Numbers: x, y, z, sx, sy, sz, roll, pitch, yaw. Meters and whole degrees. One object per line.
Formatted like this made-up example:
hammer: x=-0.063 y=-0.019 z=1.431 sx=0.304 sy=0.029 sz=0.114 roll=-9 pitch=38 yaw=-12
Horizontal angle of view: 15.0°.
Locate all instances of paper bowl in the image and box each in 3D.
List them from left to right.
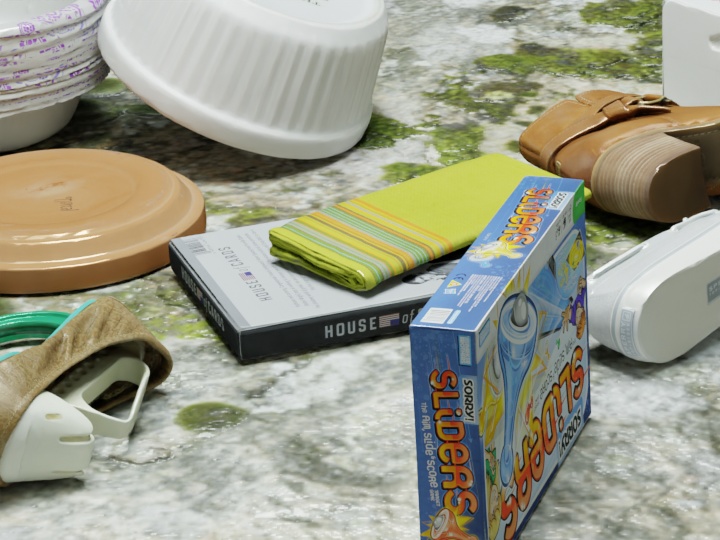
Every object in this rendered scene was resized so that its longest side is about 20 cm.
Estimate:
paper bowl: x=-0.273 y=-0.148 z=1.924 sx=0.199 sy=0.105 sz=0.201 roll=-3 pitch=22 yaw=1

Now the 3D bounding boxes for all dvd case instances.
dvd case: x=0.000 y=0.000 z=1.637 sx=0.199 sy=0.025 sz=0.150 roll=-10 pitch=24 yaw=-17

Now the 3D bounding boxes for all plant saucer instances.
plant saucer: x=-0.198 y=-0.037 z=1.742 sx=0.199 sy=0.033 sz=0.201 roll=-3 pitch=23 yaw=1

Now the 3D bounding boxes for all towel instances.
towel: x=0.044 y=-0.030 z=1.656 sx=0.199 sy=0.018 sz=0.086 roll=-20 pitch=34 yaw=-40

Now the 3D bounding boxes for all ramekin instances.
ramekin: x=-0.072 y=-0.169 z=1.870 sx=0.201 sy=0.095 sz=0.203 roll=19 pitch=28 yaw=-10

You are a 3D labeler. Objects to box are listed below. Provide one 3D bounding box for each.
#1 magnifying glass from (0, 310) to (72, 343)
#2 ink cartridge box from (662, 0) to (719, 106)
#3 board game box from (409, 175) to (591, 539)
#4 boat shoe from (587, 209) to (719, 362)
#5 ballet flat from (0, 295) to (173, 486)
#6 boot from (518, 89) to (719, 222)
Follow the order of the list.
magnifying glass: x=-0.232 y=0.063 z=1.521 sx=0.199 sy=0.023 sz=0.079 roll=-20 pitch=28 yaw=-40
ink cartridge box: x=0.327 y=-0.159 z=1.904 sx=0.199 sy=0.086 sz=0.147 roll=-21 pitch=29 yaw=-34
board game box: x=0.073 y=0.051 z=1.360 sx=0.034 sy=0.136 sz=0.200 roll=4 pitch=24 yaw=19
boat shoe: x=0.199 y=-0.003 z=1.577 sx=0.068 sy=0.072 sz=0.200 roll=19 pitch=40 yaw=41
ballet flat: x=-0.159 y=0.073 z=1.447 sx=0.072 sy=0.068 sz=0.200 roll=26 pitch=27 yaw=16
boot: x=0.215 y=-0.084 z=1.772 sx=0.199 sy=0.077 sz=0.155 roll=-22 pitch=24 yaw=-24
